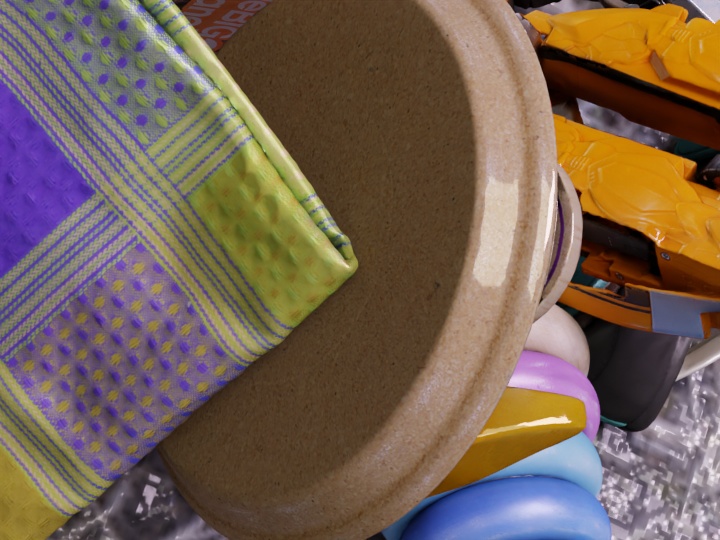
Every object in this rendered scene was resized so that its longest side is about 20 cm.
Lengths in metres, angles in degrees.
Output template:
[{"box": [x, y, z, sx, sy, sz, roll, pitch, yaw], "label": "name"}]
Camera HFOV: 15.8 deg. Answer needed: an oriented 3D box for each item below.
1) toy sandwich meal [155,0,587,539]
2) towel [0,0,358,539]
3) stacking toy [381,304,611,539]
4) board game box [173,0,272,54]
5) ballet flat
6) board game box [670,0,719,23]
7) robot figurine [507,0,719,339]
[{"box": [0.000, 0.000, 0.787, 0.070, 0.205, 0.205, 17, 68, -39], "label": "toy sandwich meal"}, {"box": [-0.112, 0.004, 0.764, 0.144, 0.200, 0.023, 52, 20, 0], "label": "towel"}, {"box": [0.051, 0.109, 0.806, 0.085, 0.085, 0.200, 2, 55, -23], "label": "stacking toy"}, {"box": [-0.094, -0.163, 0.847, 0.200, 0.097, 0.159, 4, 73, -22], "label": "board game box"}, {"box": [0.133, -0.022, 0.928, 0.068, 0.068, 0.200, 47, 73, -16], "label": "ballet flat"}, {"box": [0.139, -0.191, 0.992, 0.134, 0.034, 0.200, 43, 63, -7], "label": "board game box"}, {"box": [0.084, -0.042, 0.865, 0.200, 0.058, 0.145, 23, 59, 32], "label": "robot figurine"}]
